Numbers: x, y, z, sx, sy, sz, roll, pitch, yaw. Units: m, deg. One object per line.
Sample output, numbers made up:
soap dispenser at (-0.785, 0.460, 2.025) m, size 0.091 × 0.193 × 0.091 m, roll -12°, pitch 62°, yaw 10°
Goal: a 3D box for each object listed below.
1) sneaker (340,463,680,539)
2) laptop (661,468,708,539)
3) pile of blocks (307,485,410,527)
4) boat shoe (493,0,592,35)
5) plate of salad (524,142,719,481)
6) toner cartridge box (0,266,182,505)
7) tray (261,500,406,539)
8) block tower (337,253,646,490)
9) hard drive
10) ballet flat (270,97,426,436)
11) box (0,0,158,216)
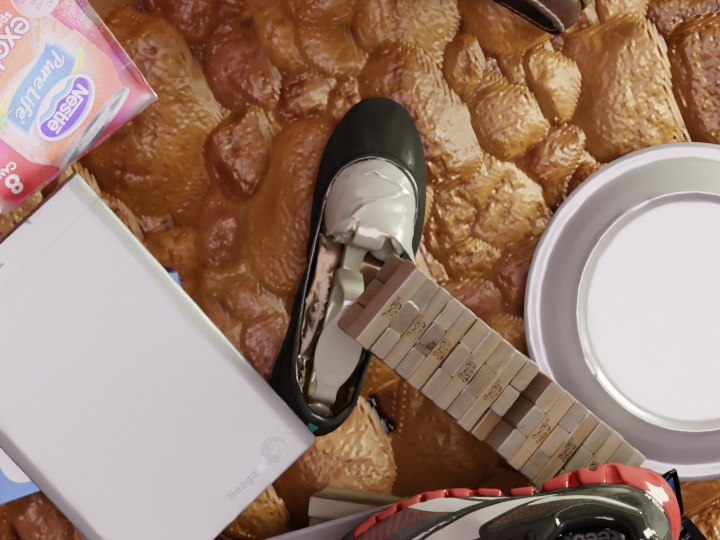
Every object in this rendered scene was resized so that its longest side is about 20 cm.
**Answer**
sneaker at (0.074, 0.155, 1.223) m, size 0.199 × 0.098 × 0.071 m, roll -11°, pitch 104°, yaw 3°
laptop at (0.161, 0.232, 1.349) m, size 0.177 × 0.103 × 0.200 m, roll -42°, pitch 106°, yaw -5°
pile of blocks at (0.061, 0.169, 1.341) m, size 0.199 × 0.082 × 0.063 m, roll 7°, pitch 92°, yaw -14°
boat shoe at (0.038, -0.193, 1.318) m, size 0.200 × 0.070 × 0.070 m, roll 36°, pitch 79°, yaw -4°
plate of salad at (0.194, 0.025, 1.380) m, size 0.199 × 0.048 × 0.201 m, roll 0°, pitch 89°, yaw -4°
toner cartridge box at (-0.185, 0.074, 1.299) m, size 0.199 × 0.043 × 0.096 m, roll -19°, pitch 97°, yaw -11°
tray at (-0.042, 0.199, 1.313) m, size 0.199 × 0.022 × 0.108 m, roll -18°, pitch 102°, yaw 16°
block tower at (0.075, 0.068, 1.299) m, size 0.200 × 0.058 × 0.054 m, roll 40°, pitch 88°, yaw -25°
hard drive at (-0.138, 0.065, 1.274) m, size 0.132 × 0.026 × 0.200 m, roll -43°, pitch 101°, yaw -7°
ballet flat at (0.000, 0.000, 1.322) m, size 0.068 × 0.068 × 0.201 m, roll 12°, pitch 91°, yaw -11°
box at (-0.183, -0.097, 1.206) m, size 0.102 × 0.200 × 0.095 m, roll -38°, pitch 101°, yaw -8°
